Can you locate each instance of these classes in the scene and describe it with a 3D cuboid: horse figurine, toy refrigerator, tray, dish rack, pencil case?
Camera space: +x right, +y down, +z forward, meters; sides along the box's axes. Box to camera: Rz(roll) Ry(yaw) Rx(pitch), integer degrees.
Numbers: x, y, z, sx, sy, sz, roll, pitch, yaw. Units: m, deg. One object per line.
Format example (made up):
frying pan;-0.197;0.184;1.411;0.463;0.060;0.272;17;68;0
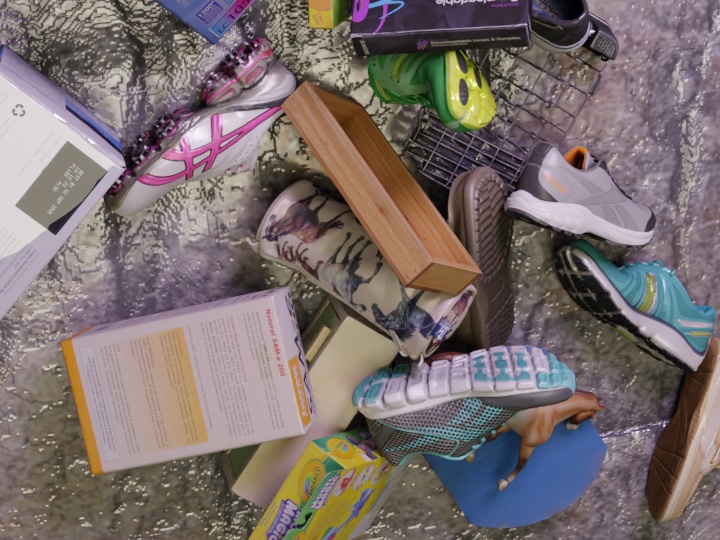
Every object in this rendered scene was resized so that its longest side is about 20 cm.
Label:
horse figurine;0.125;0.130;1.318;0.200;0.050;0.133;35;114;-26
toy refrigerator;-0.051;0.123;1.309;0.070;0.076;0.200;31;100;-20
tray;0.017;-0.068;1.185;0.037;0.200;0.099;-43;156;19
dish rack;0.132;-0.161;1.267;0.153;0.055;0.200;25;103;-18
pencil case;0.000;0.000;1.238;0.200;0.078;0.090;33;67;8

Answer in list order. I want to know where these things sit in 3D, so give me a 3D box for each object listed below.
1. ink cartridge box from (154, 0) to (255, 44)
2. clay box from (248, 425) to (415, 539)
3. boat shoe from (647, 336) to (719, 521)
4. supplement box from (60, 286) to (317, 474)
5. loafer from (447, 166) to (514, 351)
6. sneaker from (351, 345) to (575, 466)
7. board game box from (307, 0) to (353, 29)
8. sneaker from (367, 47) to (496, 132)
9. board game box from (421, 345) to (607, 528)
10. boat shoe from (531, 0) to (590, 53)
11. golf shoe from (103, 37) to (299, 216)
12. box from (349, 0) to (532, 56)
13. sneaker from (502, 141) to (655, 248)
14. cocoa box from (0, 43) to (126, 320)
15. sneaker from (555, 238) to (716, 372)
ink cartridge box;-0.128;-0.273;1.088;0.076;0.200;0.136;44;96;16
clay box;-0.026;0.205;1.284;0.048;0.200;0.115;37;105;21
boat shoe;0.354;0.169;1.417;0.069;0.074;0.201;15;105;-12
supplement box;-0.150;0.097;1.237;0.199;0.074;0.126;-11;95;9
loafer;0.098;-0.007;1.279;0.076;0.067;0.200;-43;138;-43
sneaker;0.097;0.126;1.249;0.199;0.078;0.091;-9;113;15
board game box;-0.025;-0.309;1.156;0.030;0.096;0.201;5;110;13
sneaker;0.054;-0.161;1.172;0.084;0.200;0.074;-37;123;9
board game box;0.144;0.161;1.388;0.158;0.039;0.200;-32;110;6
boat shoe;0.116;-0.263;1.177;0.070;0.066;0.200;-42;81;-8
golf shoe;-0.134;-0.107;1.213;0.200;0.073;0.092;-40;114;2
box;0.070;-0.268;1.131;0.143;0.201;0.036;-1;153;14
sneaker;0.214;-0.068;1.273;0.200;0.074;0.080;10;98;-48
cocoa box;-0.308;-0.065;1.155;0.133;0.131;0.200;38;97;-21
sneaker;0.270;0.022;1.361;0.200;0.077;0.080;34;80;-26
